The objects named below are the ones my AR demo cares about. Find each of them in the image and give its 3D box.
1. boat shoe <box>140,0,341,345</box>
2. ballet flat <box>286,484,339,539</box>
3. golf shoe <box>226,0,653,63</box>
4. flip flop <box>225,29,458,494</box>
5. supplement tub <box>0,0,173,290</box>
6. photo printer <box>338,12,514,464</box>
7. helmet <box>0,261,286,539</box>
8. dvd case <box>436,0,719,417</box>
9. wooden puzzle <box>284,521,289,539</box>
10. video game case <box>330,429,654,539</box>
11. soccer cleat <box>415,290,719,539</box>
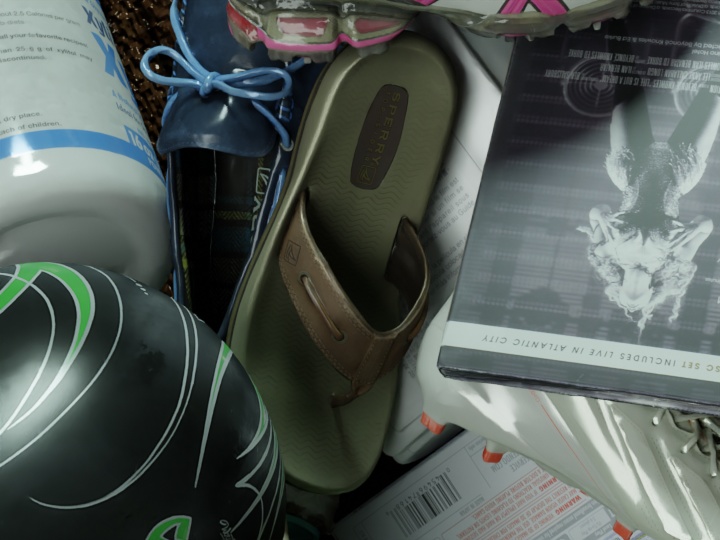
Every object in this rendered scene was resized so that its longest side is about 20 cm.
[{"bbox_3d":[-0.048,-0.057,0.950,0.084,0.069,0.201,-3,96,30],"label":"boat shoe"},{"bbox_3d":[-0.095,0.105,1.094,0.200,0.072,0.072,-7,94,27],"label":"ballet flat"},{"bbox_3d":[0.043,-0.140,0.885,0.199,0.073,0.092,-8,123,-8],"label":"golf shoe"},{"bbox_3d":[0.000,0.000,0.923,0.058,0.081,0.200,37,114,61],"label":"flip flop"},{"bbox_3d":[-0.169,-0.070,1.023,0.132,0.132,0.200,-41,53,27],"label":"supplement tub"},{"bbox_3d":[0.020,-0.039,0.995,0.166,0.069,0.200,-43,76,27],"label":"photo printer"},{"bbox_3d":[-0.126,0.089,0.886,0.200,0.191,0.200,17,129,23],"label":"helmet"},{"bbox_3d":[0.124,-0.040,0.896,0.148,0.016,0.200,7,66,18],"label":"dvd case"},{"bbox_3d":[-0.026,0.213,0.958,0.037,0.185,0.201,-5,105,-3],"label":"wooden puzzle"},{"bbox_3d":[0.112,0.136,0.985,0.200,0.045,0.181,-38,79,28],"label":"video game case"},{"bbox_3d":[0.115,0.064,0.897,0.200,0.069,0.078,26,111,15],"label":"soccer cleat"}]
